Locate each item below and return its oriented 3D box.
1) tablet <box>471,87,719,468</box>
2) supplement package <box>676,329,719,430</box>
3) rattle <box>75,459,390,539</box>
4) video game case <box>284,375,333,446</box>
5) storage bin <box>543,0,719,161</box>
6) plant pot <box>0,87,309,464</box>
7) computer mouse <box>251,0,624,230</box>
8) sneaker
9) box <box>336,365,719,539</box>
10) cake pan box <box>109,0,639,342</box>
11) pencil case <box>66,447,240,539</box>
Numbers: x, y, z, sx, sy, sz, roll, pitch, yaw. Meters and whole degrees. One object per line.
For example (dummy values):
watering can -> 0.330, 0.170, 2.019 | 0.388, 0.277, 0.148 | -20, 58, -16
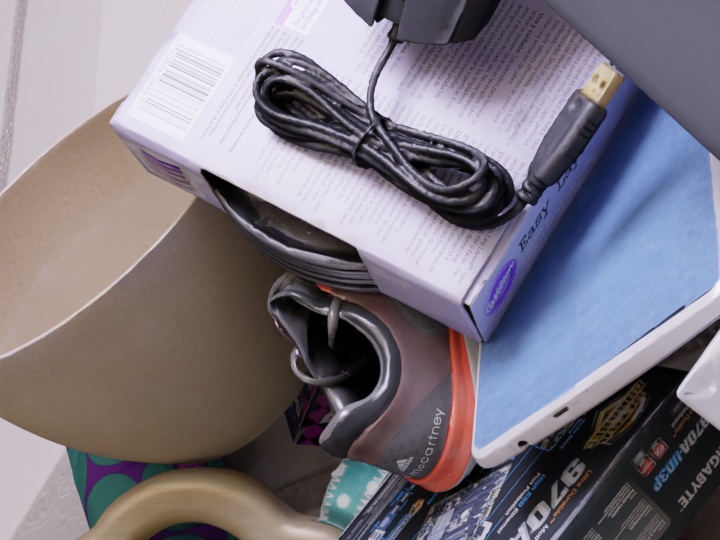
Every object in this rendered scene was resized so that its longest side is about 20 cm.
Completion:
tablet -> 0.096, -0.020, 0.745 | 0.130, 0.014, 0.200 | -38, 26, 31
supplement package -> 0.226, 0.038, 0.596 | 0.200, 0.111, 0.156 | 38, 96, 10
rattle -> -0.057, 0.144, 0.851 | 0.199, 0.143, 0.131 | -17, 73, 17
video game case -> -0.015, -0.041, 0.978 | 0.200, 0.036, 0.182 | -110, 36, -44
storage bin -> 0.152, -0.122, 0.666 | 0.200, 0.134, 0.146 | -42, -13, -39
plant pot -> -0.097, 0.016, 0.910 | 0.200, 0.135, 0.201 | -30, 29, 19
computer mouse -> 0.048, -0.117, 0.705 | 0.140, 0.046, 0.200 | 35, 95, 23
sneaker -> 0.000, 0.000, 0.804 | 0.077, 0.082, 0.201 | -57, 34, 39
box -> 0.048, 0.120, 0.765 | 0.200, 0.046, 0.159 | -50, 19, -14
cake pan box -> 0.019, -0.090, 0.777 | 0.184, 0.052, 0.200 | 25, 76, 25
pencil case -> -0.118, 0.091, 1.018 | 0.093, 0.085, 0.200 | -67, 32, 33
